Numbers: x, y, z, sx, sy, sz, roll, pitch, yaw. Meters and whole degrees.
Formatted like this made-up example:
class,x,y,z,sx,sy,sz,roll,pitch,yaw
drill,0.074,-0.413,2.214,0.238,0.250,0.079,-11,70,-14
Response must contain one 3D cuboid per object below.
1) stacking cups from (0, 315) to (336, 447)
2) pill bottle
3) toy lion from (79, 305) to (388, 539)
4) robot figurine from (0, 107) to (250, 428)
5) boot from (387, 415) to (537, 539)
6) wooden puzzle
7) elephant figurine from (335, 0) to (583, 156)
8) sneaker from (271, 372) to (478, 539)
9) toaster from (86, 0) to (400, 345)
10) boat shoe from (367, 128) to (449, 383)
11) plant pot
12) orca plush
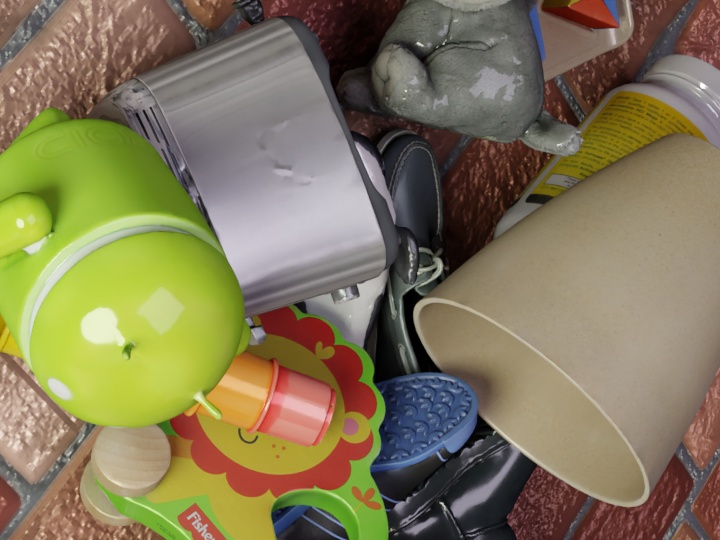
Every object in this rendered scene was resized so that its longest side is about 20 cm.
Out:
class,x,y,z,sx,sy,sz,roll,pitch,yaw
stacking cups,-0.111,0.051,1.104,0.199,0.060,0.061,19,83,-17
pill bottle,0.194,-0.061,1.371,0.200,0.112,0.113,-49,124,-25
toy lion,-0.057,0.118,1.149,0.191,0.069,0.200,-34,75,-29
robot figurine,-0.133,0.000,0.985,0.116,0.200,0.175,-46,136,9
boot,0.096,0.183,1.340,0.200,0.076,0.169,-36,115,-24
wooden puzzle,0.118,-0.219,1.327,0.200,0.046,0.186,-26,113,-36
elephant figurine,0.063,-0.191,1.216,0.155,0.141,0.201,11,93,-34
sneaker,-0.011,0.138,1.223,0.199,0.070,0.078,-27,142,-11
toaster,-0.075,-0.060,1.118,0.129,0.114,0.201,-24,94,-25
boat shoe,0.042,0.005,1.280,0.073,0.062,0.201,-5,99,-41
plant pot,0.169,0.015,1.210,0.200,0.187,0.188,-47,123,-17
orca plush,0.000,0.000,1.239,0.071,0.105,0.201,-50,128,-64
